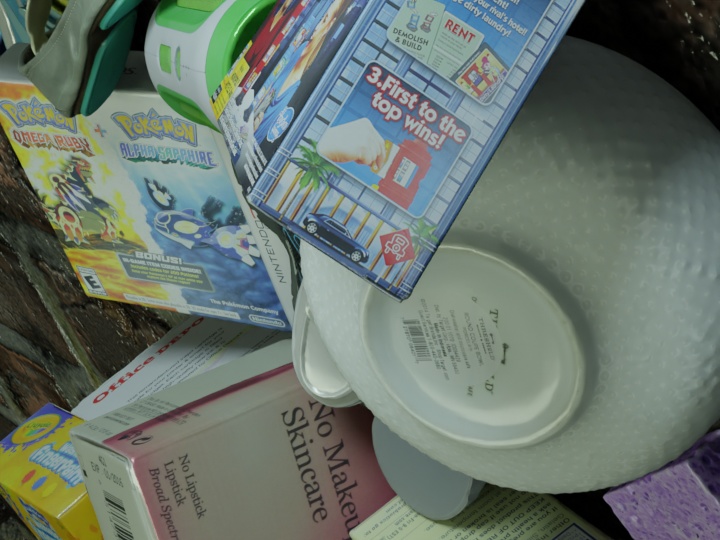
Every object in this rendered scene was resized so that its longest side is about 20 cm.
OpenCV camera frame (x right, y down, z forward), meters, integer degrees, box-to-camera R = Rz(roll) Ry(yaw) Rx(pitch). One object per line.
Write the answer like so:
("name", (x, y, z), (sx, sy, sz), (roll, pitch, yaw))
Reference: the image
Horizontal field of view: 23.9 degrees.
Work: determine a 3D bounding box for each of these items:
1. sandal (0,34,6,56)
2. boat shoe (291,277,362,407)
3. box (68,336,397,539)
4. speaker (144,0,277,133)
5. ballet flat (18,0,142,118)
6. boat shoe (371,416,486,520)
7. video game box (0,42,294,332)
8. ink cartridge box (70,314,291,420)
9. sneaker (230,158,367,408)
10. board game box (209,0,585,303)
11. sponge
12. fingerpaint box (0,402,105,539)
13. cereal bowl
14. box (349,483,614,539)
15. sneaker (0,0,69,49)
("sandal", (-0.269, -0.189, 1.223), (0.087, 0.079, 0.200), (28, 154, 44))
("boat shoe", (0.004, 0.008, 0.846), (0.072, 0.066, 0.200), (39, 134, 7))
("box", (-0.051, 0.122, 1.010), (0.109, 0.200, 0.128), (7, 116, 62))
("speaker", (-0.050, -0.102, 0.816), (0.089, 0.088, 0.200), (62, 171, -17))
("ballet flat", (-0.139, -0.148, 0.887), (0.064, 0.067, 0.200), (40, 145, -2))
("boat shoe", (0.059, 0.059, 0.885), (0.071, 0.070, 0.200), (42, 148, 22))
("video game box", (-0.117, -0.050, 1.040), (0.200, 0.047, 0.182), (8, 133, 33))
("ink cartridge box", (-0.092, 0.102, 1.169), (0.200, 0.145, 0.084), (13, 138, 60))
("sneaker", (0.000, 0.000, 0.924), (0.082, 0.073, 0.200), (0, 125, 59))
("board game box", (0.031, -0.110, 0.584), (0.062, 0.200, 0.200), (33, -172, -15))
("sponge", (0.201, 0.171, 0.807), (0.200, 0.030, 0.112), (53, 160, 4))
("fingerpaint box", (-0.158, 0.184, 1.132), (0.167, 0.073, 0.200), (56, 160, -20))
("cereal bowl", (0.060, 0.011, 0.679), (0.200, 0.083, 0.200), (14, 126, 20))
("box", (0.110, 0.218, 0.939), (0.200, 0.097, 0.176), (34, 156, 57))
("sneaker", (-0.175, -0.141, 1.079), (0.131, 0.080, 0.200), (20, 140, 58))
